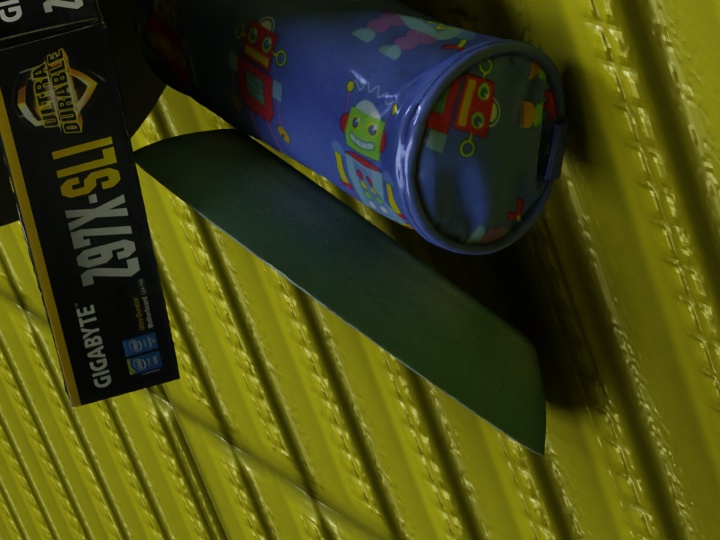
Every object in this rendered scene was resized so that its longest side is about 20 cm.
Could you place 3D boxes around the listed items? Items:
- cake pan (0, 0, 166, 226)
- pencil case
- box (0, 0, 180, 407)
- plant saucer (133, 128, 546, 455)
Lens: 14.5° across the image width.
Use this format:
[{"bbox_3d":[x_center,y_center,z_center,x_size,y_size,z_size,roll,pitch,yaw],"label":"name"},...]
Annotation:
[{"bbox_3d":[-0.146,-0.098,1.182,0.037,0.200,0.200,39,153,32],"label":"cake pan"},{"bbox_3d":[-0.003,-0.074,1.041,0.200,0.087,0.078,34,122,49],"label":"pencil case"},{"bbox_3d":[-0.118,-0.071,1.058,0.200,0.049,0.160,83,168,-50],"label":"box"},{"bbox_3d":[0.000,0.000,1.103,0.200,0.036,0.200,36,-179,-1],"label":"plant saucer"}]
